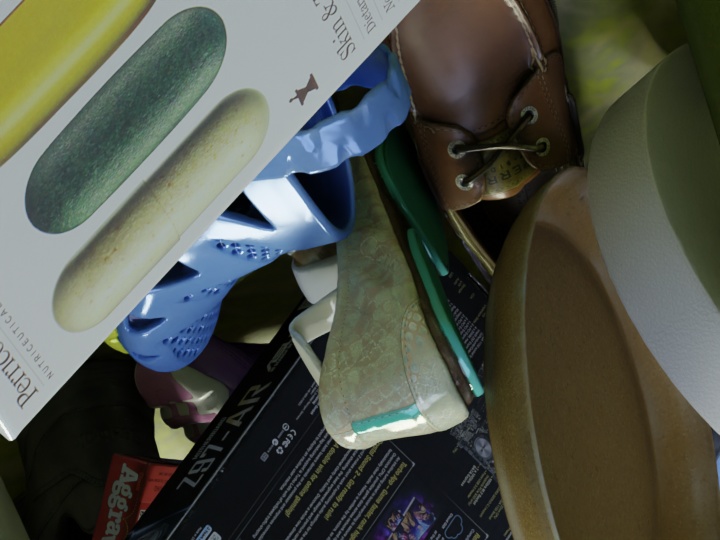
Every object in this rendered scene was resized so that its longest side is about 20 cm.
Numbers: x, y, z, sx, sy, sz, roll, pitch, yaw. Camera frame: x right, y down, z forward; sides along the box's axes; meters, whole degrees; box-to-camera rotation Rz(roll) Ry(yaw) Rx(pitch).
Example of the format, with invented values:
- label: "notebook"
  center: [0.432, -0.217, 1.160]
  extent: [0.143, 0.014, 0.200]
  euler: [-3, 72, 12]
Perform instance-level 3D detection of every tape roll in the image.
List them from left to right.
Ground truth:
- label: "tape roll"
  center: [0.173, 0.001, 1.074]
  extent: [0.202, 0.203, 0.037]
  euler: [18, 135, -35]

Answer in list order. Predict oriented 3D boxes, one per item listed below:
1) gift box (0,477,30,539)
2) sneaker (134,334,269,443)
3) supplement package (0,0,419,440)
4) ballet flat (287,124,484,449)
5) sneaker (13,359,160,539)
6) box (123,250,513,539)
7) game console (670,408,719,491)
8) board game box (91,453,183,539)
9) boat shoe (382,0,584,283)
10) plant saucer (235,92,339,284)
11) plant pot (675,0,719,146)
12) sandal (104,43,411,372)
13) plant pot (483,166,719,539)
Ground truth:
- label: "gift box"
  center: [-0.178, 0.168, 1.025]
  extent: [0.184, 0.187, 0.200]
  euler: [-34, 153, 9]
- label: "sneaker"
  center: [0.000, 0.053, 1.186]
  extent: [0.199, 0.089, 0.080]
  euler: [23, 172, -26]
- label: "supplement package"
  center: [-0.110, -0.092, 0.837]
  extent: [0.200, 0.150, 0.152]
  euler: [-48, 143, -13]
- label: "ballet flat"
  center: [0.000, 0.000, 1.035]
  extent: [0.062, 0.200, 0.068]
  euler: [-25, 115, 7]
- label: "sneaker"
  center: [-0.120, 0.127, 1.224]
  extent: [0.076, 0.091, 0.200]
  euler: [-9, 143, -10]
- label: "box"
  center: [0.010, 0.103, 1.118]
  extent: [0.160, 0.200, 0.043]
  euler: [44, 154, -18]
- label: "game console"
  center: [0.188, 0.158, 1.122]
  extent: [0.170, 0.118, 0.201]
  euler: [25, 101, -14]
- label: "board game box"
  center: [-0.070, 0.132, 1.183]
  extent: [0.019, 0.103, 0.200]
  euler: [15, 179, 19]
- label: "boat shoe"
  center: [0.054, -0.058, 1.067]
  extent: [0.072, 0.068, 0.200]
  euler: [-21, 142, 8]
- label: "plant saucer"
  center: [-0.103, -0.033, 1.078]
  extent: [0.199, 0.031, 0.200]
  euler: [-9, 142, -7]
- label: "plant pot"
  center: [0.198, -0.070, 0.993]
  extent: [0.199, 0.190, 0.201]
  euler: [-12, 139, -11]
- label: "sandal"
  center: [-0.041, -0.029, 0.997]
  extent: [0.087, 0.080, 0.200]
  euler: [25, 138, 2]
- label: "plant pot"
  center: [0.089, 0.062, 1.041]
  extent: [0.027, 0.201, 0.200]
  euler: [-13, 145, 23]
